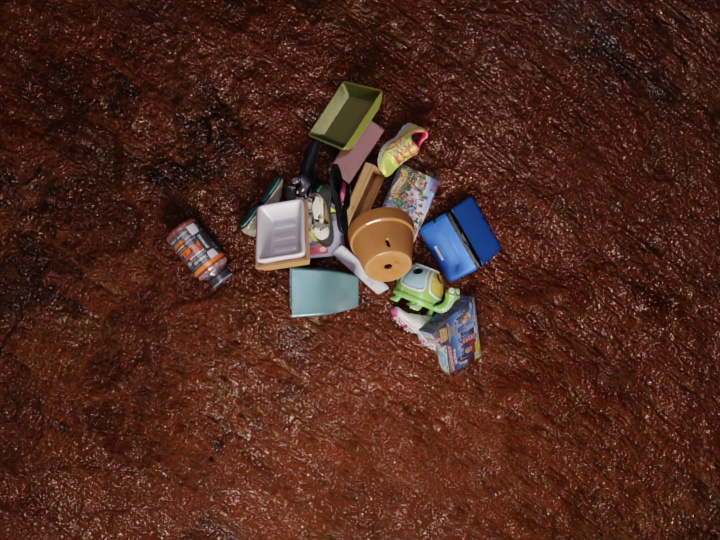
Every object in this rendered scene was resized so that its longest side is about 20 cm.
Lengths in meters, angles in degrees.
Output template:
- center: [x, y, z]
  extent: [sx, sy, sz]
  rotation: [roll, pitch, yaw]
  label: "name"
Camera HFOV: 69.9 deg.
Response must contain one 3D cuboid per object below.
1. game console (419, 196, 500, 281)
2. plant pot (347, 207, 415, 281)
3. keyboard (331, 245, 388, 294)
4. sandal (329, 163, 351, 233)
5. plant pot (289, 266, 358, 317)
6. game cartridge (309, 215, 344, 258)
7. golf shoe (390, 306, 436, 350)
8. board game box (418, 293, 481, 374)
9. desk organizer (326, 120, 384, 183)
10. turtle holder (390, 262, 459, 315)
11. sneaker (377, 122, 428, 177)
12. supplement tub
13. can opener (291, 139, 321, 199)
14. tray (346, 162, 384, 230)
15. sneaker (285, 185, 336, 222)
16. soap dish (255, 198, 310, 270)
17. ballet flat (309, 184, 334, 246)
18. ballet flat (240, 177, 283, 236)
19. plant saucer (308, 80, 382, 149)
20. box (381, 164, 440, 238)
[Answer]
- center: [0.312, -0.098, 1.614]
  extent: [0.170, 0.118, 0.201]
  rotation: [-29, 95, 29]
  label: "game console"
- center: [0.068, -0.063, 1.486]
  extent: [0.198, 0.201, 0.141]
  rotation: [-5, 53, -4]
  label: "plant pot"
- center: [0.000, 0.000, 1.565]
  extent: [0.200, 0.011, 0.056]
  rotation: [42, 132, -16]
  label: "keyboard"
- center: [-0.048, -0.208, 1.474]
  extent: [0.045, 0.075, 0.202]
  rotation: [-11, 83, 23]
  label: "sandal"
- center: [-0.109, 0.058, 1.534]
  extent: [0.198, 0.141, 0.143]
  rotation: [-1, 93, -11]
  label: "plant pot"
- center: [-0.150, -0.103, 1.571]
  extent: [0.198, 0.041, 0.135]
  rotation: [-6, 89, -4]
  label: "game cartridge"
- center: [0.184, 0.163, 1.597]
  extent: [0.200, 0.075, 0.092]
  rotation: [38, 81, -13]
  label: "golf shoe"
- center: [0.270, 0.199, 1.559]
  extent: [0.199, 0.061, 0.202]
  rotation: [-19, 107, -34]
  label: "board game box"
- center: [-0.015, -0.359, 1.551]
  extent: [0.077, 0.072, 0.201]
  rotation: [34, 90, -8]
  label: "desk organizer"
- center: [0.188, 0.056, 1.533]
  extent: [0.140, 0.185, 0.133]
  rotation: [22, 90, -30]
  label: "turtle holder"
- center: [0.127, -0.358, 1.526]
  extent: [0.201, 0.090, 0.078]
  rotation: [-55, 134, -12]
  label: "sneaker"
- center: [-0.466, -0.048, 1.513]
  extent: [0.107, 0.107, 0.200]
  rotation: [-39, 95, -1]
  label: "supplement tub"
- center: [-0.154, -0.300, 1.521]
  extent: [0.078, 0.063, 0.202]
  rotation: [28, 55, -37]
  label: "can opener"
- center: [0.005, -0.212, 1.544]
  extent: [0.037, 0.099, 0.201]
  rotation: [23, 90, 24]
  label: "tray"
- center: [-0.134, -0.206, 1.554]
  extent: [0.199, 0.085, 0.075]
  rotation: [25, 125, 13]
  label: "sneaker"
- center: [-0.217, -0.097, 1.462]
  extent: [0.156, 0.081, 0.202]
  rotation: [-9, 63, 7]
  label: "soap dish"
- center: [-0.118, -0.149, 1.482]
  extent: [0.067, 0.068, 0.202]
  rotation: [10, 122, 21]
  label: "ballet flat"
- center: [-0.283, -0.188, 1.551]
  extent: [0.062, 0.067, 0.200]
  rotation: [37, 95, -28]
  label: "ballet flat"
- center: [-0.036, -0.446, 1.510]
  extent: [0.048, 0.200, 0.201]
  rotation: [33, 90, -44]
  label: "plant saucer"
- center: [0.142, -0.208, 1.585]
  extent: [0.136, 0.038, 0.202]
  rotation: [23, 91, -5]
  label: "box"
